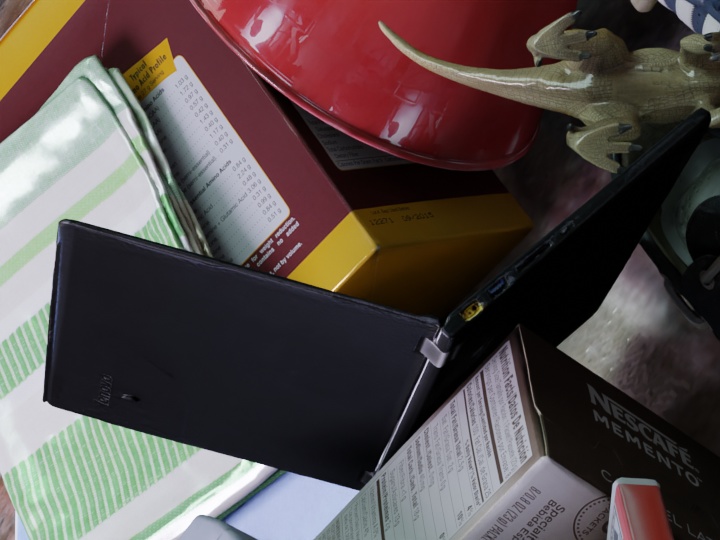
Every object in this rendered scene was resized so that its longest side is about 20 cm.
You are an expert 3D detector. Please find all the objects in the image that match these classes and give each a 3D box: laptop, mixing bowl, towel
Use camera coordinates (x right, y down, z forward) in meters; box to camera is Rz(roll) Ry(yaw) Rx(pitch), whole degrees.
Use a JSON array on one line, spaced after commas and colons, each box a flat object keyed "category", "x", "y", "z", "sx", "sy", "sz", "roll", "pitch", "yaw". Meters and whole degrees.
[{"category": "laptop", "x": 0.000, "y": 0.000, "z": 0.982, "sx": 0.200, "sy": 0.116, "sz": 0.187, "roll": -39, "pitch": -11, "yaw": -20}, {"category": "mixing bowl", "x": 0.022, "y": -0.151, "z": 1.170, "sx": 0.109, "sy": 0.199, "sz": 0.201, "roll": -53, "pitch": 23, "yaw": 32}, {"category": "towel", "x": -0.117, "y": 0.030, "z": 1.159, "sx": 0.152, "sy": 0.023, "sz": 0.201, "roll": -38, "pitch": 69, "yaw": 27}]

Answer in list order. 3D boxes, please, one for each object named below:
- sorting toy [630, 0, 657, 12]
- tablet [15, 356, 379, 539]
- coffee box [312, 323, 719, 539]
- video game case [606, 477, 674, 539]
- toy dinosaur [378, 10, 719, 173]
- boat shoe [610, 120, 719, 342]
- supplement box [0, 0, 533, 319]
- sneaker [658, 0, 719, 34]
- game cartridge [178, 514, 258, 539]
[{"category": "sorting toy", "x": 0.189, "y": -0.165, "z": 0.975, "sx": 0.199, "sy": 0.037, "sz": 0.185, "roll": -34, "pitch": -5, "yaw": -4}, {"category": "tablet", "x": -0.069, "y": 0.109, "z": 1.154, "sx": 0.199, "sy": 0.014, "sz": 0.131, "roll": 6, "pitch": 97, "yaw": 34}, {"category": "coffee box", "x": 0.039, "y": 0.134, "z": 0.965, "sx": 0.200, "sy": 0.114, "sz": 0.080, "roll": -47, "pitch": 25, "yaw": 23}, {"category": "video game case", "x": 0.087, "y": 0.170, "z": 0.814, "sx": 0.200, "sy": 0.017, "sz": 0.144, "roll": -94, "pitch": 8, "yaw": -68}, {"category": "toy dinosaur", "x": 0.094, "y": -0.068, "z": 1.017, "sx": 0.101, "sy": 0.199, "sz": 0.059, "roll": -20, "pitch": -71, "yaw": -75}, {"category": "boat shoe", "x": 0.142, "y": -0.006, "z": 0.992, "sx": 0.076, "sy": 0.060, "sz": 0.200, "roll": -56, "pitch": 23, "yaw": 7}, {"category": "supplement box", "x": -0.072, "y": -0.031, "z": 1.232, "sx": 0.197, "sy": 0.133, "sz": 0.200, "roll": -45, "pitch": 70, "yaw": 28}, {"category": "sneaker", "x": 0.142, "y": -0.132, "z": 1.114, "sx": 0.075, "sy": 0.084, "sz": 0.200, "roll": -55, "pitch": 24, "yaw": 9}, {"category": "game cartridge", "x": -0.060, "y": 0.163, "z": 0.916, "sx": 0.134, "sy": 0.041, "sz": 0.200, "roll": -58, "pitch": 16, "yaw": 11}]
